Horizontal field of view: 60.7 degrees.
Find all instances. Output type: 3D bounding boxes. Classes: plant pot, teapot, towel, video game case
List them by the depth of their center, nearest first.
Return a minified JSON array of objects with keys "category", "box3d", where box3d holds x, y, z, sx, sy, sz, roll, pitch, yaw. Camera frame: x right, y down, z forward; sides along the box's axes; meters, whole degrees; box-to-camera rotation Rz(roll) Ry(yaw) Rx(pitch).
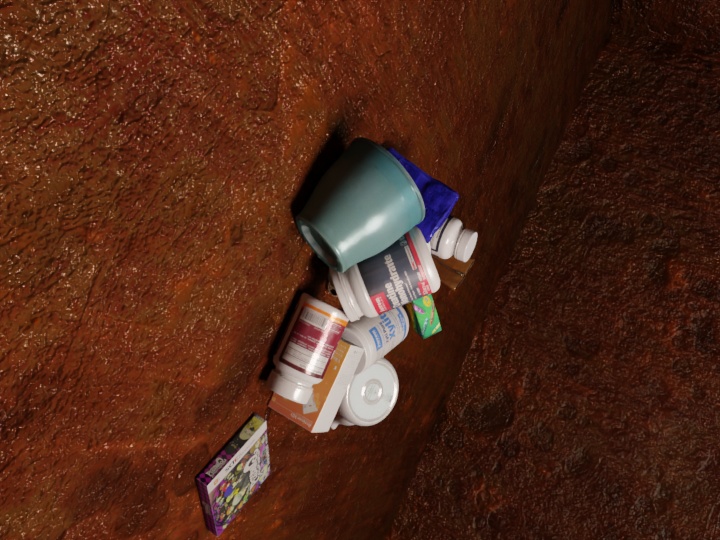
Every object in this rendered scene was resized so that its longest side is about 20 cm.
[{"category":"plant pot","box3d":[-0.014,-0.106,1.144,0.188,0.199,0.201,-43,152,-14]},{"category":"video game case","box3d":[-0.259,0.427,1.283,0.181,0.035,0.203,-44,149,-41]},{"category":"towel","box3d":[0.102,-0.167,1.313,0.149,0.198,0.050,-54,173,-28]},{"category":"teapot","box3d":[-0.004,0.299,1.617,0.198,0.145,0.201,-26,108,-26]}]

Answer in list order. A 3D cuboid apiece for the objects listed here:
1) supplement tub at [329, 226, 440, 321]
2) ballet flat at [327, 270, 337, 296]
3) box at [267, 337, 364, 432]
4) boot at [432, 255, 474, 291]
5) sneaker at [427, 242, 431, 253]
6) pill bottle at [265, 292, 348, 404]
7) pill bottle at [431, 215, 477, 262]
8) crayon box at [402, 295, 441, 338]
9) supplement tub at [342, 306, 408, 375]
[{"category":"supplement tub","box3d":[0.050,0.008,1.237,0.197,0.142,0.141,-23,155,5]},{"category":"ballet flat","box3d":[-0.039,-0.022,1.314,0.067,0.068,0.203,-31,139,-38]},{"category":"box","box3d":[-0.096,0.235,1.354,0.203,0.123,0.097,-66,158,-4]},{"category":"boot","box3d":[0.219,-0.065,1.687,0.190,0.197,0.069,-58,156,-19]},{"category":"sneaker","box3d":[0.085,-0.027,1.368,0.144,0.077,0.205,-27,121,-16]},{"category":"pill bottle","box3d":[-0.110,0.160,1.259,0.203,0.113,0.114,-65,158,-3]},{"category":"pill bottle","box3d":[0.201,-0.098,1.611,0.111,0.197,0.112,-48,153,-36]},{"category":"crayon box","box3d":[0.134,0.081,1.605,0.057,0.200,0.121,-24,113,-10]},{"category":"supplement tub","box3d":[0.020,0.158,1.521,0.199,0.130,0.134,-31,140,-49]}]
